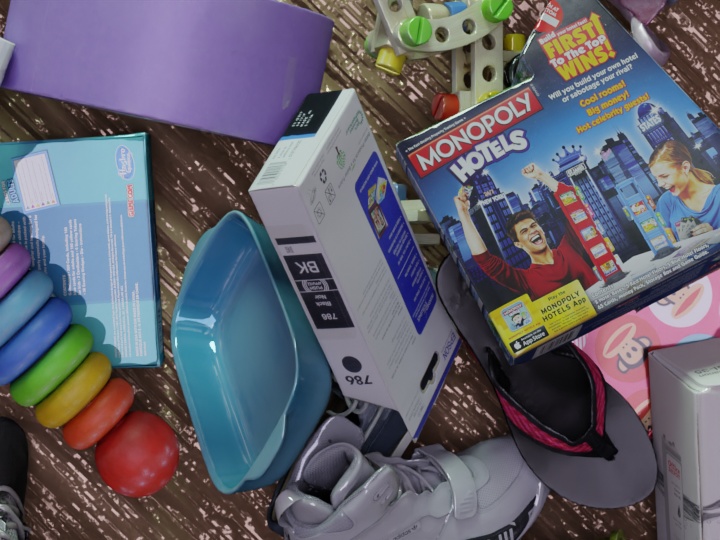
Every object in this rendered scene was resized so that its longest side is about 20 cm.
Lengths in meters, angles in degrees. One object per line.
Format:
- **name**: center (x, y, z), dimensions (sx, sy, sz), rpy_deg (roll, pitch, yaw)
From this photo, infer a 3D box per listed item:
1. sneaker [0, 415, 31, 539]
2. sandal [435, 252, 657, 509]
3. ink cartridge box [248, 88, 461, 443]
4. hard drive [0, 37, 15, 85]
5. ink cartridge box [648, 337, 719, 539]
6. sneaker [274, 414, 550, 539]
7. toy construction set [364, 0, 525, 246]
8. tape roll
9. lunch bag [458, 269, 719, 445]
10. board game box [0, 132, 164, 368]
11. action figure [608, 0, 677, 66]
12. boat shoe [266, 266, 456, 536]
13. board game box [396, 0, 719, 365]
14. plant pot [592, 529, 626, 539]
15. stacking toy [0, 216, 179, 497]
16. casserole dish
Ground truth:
- **sneaker**: center (-0.212, 0.188, 1.376), dimensions (0.115, 0.075, 0.202), rpy_deg (-4, 64, 28)
- **sandal**: center (0.115, 0.070, 1.354), dimensions (0.075, 0.045, 0.201), rpy_deg (-36, 99, -3)
- **ink cartridge box**: center (0.000, 0.000, 1.315), dimensions (0.039, 0.100, 0.201), rpy_deg (-6, 125, 29)
- **hard drive**: center (-0.274, -0.057, 1.331), dimensions (0.026, 0.132, 0.201), rpy_deg (21, 93, -27)
- **ink cartridge box**: center (0.267, 0.141, 1.381), dimensions (0.145, 0.083, 0.202), rpy_deg (-10, 109, -14)
- **sneaker**: center (0.033, 0.137, 1.362), dimensions (0.199, 0.075, 0.115), rpy_deg (-29, 132, -16)
- **toy construction set**: center (0.051, -0.100, 1.401), dimensions (0.130, 0.092, 0.202), rpy_deg (1, 101, -26)
- **tape roll**: center (-0.120, -0.133, 1.343), dimensions (0.198, 0.200, 0.086), rpy_deg (12, 93, -2)
- **lunch bag**: center (0.179, 0.023, 1.413), dimensions (0.176, 0.082, 0.200), rpy_deg (45, 90, -3)
- **board game box**: center (-0.232, -0.009, 1.422), dimensions (0.198, 0.047, 0.152), rpy_deg (-3, 93, -1)
- **action figure**: center (0.126, -0.238, 1.397), dimensions (0.198, 0.134, 0.150), rpy_deg (16, 108, -5)
- **boat shoe**: center (-0.002, 0.086, 1.415), dimensions (0.062, 0.075, 0.201), rpy_deg (21, 100, -33)
- **board game box**: center (0.129, -0.069, 1.337), dimensions (0.199, 0.062, 0.201), rpy_deg (-26, 76, -10)
- **plant pot**: center (0.083, 0.276, 1.379), dimensions (0.191, 0.200, 0.202), rpy_deg (-8, 93, 11)
- **stacking toy**: center (-0.193, 0.065, 1.370), dimensions (0.085, 0.085, 0.200), rpy_deg (-41, 99, 1)
- **casserole dish**: center (-0.067, 0.052, 1.371), dimensions (0.039, 0.201, 0.122), rpy_deg (12, 124, -29)
